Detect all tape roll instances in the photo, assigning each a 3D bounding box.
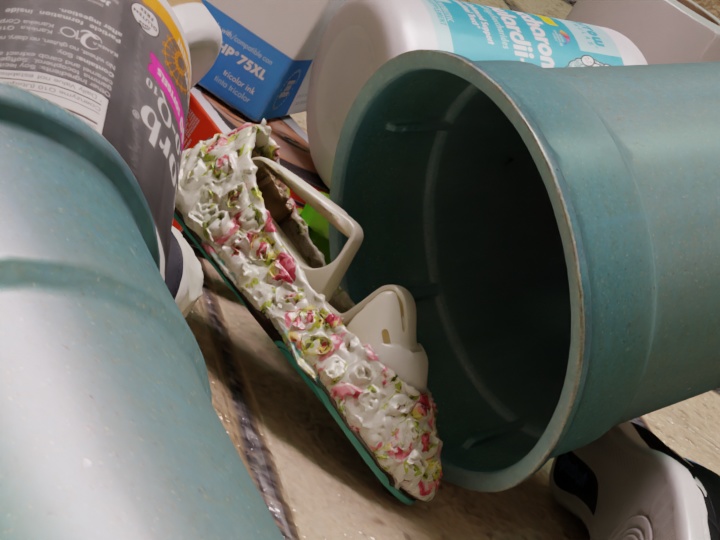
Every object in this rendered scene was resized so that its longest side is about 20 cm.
[{"bbox_3d":[0.323,-0.244,2.585,0.202,0.139,0.203,31,13,-8],"label":"tape roll"}]

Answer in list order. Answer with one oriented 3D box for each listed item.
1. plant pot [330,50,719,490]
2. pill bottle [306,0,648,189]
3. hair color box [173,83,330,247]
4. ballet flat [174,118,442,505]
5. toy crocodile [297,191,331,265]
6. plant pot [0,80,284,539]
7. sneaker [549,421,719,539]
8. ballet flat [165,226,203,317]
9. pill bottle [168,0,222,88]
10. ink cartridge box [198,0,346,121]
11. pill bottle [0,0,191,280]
[{"bbox_3d":[0.120,-0.014,1.092,0.195,0.201,0.200,-10,37,-30],"label":"plant pot"},{"bbox_3d":[0.080,-0.082,1.223,0.199,0.111,0.111,6,26,-27],"label":"pill bottle"},{"bbox_3d":[-0.083,-0.072,1.274,0.101,0.061,0.200,23,18,-37],"label":"hair color box"},{"bbox_3d":[-0.016,0.012,1.044,0.200,0.064,0.076,51,10,13],"label":"ballet flat"},{"bbox_3d":[0.000,0.000,1.200,0.200,0.068,0.062,21,18,-40],"label":"toy crocodile"},{"bbox_3d":[-0.084,0.097,0.469,0.200,0.200,0.196,14,30,-52],"label":"plant pot"},{"bbox_3d":[0.166,0.133,1.104,0.112,0.073,0.200,27,14,-15],"label":"sneaker"},{"bbox_3d":[-0.104,-0.011,1.012,0.073,0.073,0.200,25,14,-28],"label":"ballet flat"},{"bbox_3d":[-0.170,-0.165,1.176,0.200,0.114,0.114,54,17,7],"label":"pill bottle"},{"bbox_3d":[-0.017,-0.184,1.255,0.067,0.200,0.116,34,13,7],"label":"ink cartridge box"},{"bbox_3d":[-0.125,-0.026,0.839,0.116,0.116,0.200,28,34,-19],"label":"pill bottle"}]
